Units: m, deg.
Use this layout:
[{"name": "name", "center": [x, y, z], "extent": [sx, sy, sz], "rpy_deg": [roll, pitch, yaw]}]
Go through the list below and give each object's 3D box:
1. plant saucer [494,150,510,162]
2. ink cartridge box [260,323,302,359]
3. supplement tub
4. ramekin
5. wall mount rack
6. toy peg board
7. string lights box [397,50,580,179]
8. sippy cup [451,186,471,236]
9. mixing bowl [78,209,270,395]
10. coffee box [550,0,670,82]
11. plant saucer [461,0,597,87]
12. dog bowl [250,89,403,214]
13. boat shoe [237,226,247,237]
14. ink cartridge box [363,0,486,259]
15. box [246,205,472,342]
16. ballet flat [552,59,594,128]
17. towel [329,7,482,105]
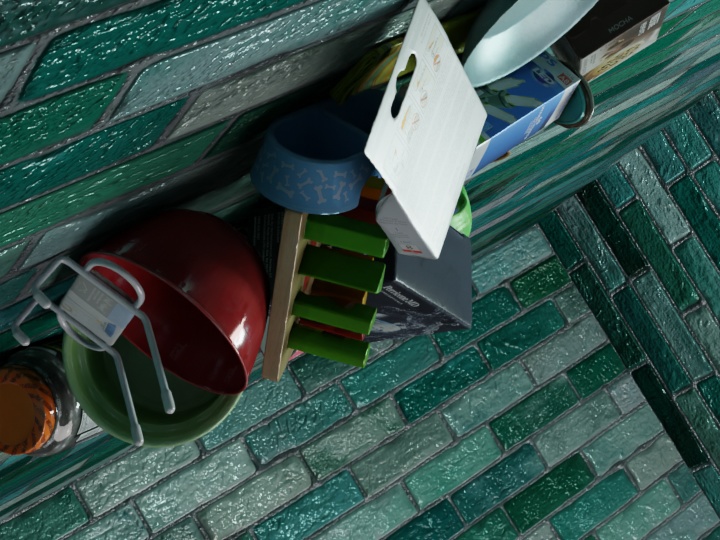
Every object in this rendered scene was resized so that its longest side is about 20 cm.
[{"name": "plant saucer", "center": [0.064, -0.140, 1.635], "extent": [0.198, 0.036, 0.200], "rpy_deg": [-1, 176, 0]}, {"name": "ink cartridge box", "center": [-0.066, 0.020, 2.034], "extent": [0.199, 0.147, 0.083], "rpy_deg": [-27, 174, -37]}, {"name": "supplement tub", "center": [-0.341, 0.140, 1.720], "extent": [0.122, 0.123, 0.200], "rpy_deg": [-34, 173, 24]}, {"name": "ramekin", "center": [-0.209, 0.081, 1.601], "extent": [0.199, 0.201, 0.098], "rpy_deg": [-32, -179, 3]}, {"name": "wall mount rack", "center": [-0.245, 0.074, 1.438], "extent": [0.075, 0.173, 0.200], "rpy_deg": [-55, -174, -30]}, {"name": "toy peg board", "center": [-0.015, -0.015, 1.490], "extent": [0.200, 0.097, 0.202], "rpy_deg": [-66, 169, -56]}, {"name": "string lights box", "center": [0.127, -0.173, 1.546], "extent": [0.200, 0.103, 0.059], "rpy_deg": [-35, 160, -42]}, {"name": "sippy cup", "center": [0.055, -0.072, 1.964], "extent": [0.130, 0.140, 0.178], "rpy_deg": [-26, 169, -27]}, {"name": "mixing bowl", "center": [-0.160, 0.015, 1.453], "extent": [0.109, 0.200, 0.200], "rpy_deg": [-52, -176, -26]}, {"name": "coffee box", "center": [0.268, -0.277, 1.666], "extent": [0.112, 0.080, 0.200], "rpy_deg": [-31, 174, 4]}, {"name": "plant saucer", "center": [0.166, -0.256, 1.450], "extent": [0.200, 0.039, 0.201], "rpy_deg": [-34, 167, -9]}, {"name": "dog bowl", "center": [-0.014, -0.117, 1.414], "extent": [0.199, 0.111, 0.050], "rpy_deg": [-27, 139, -42]}, {"name": "boat shoe", "center": [-0.135, -0.017, 1.767], "extent": [0.059, 0.072, 0.200], "rpy_deg": [-40, 175, 20]}, {"name": "ink cartridge box", "center": [0.044, -0.124, 1.345], "extent": [0.050, 0.164, 0.200], "rpy_deg": [9, 158, 29]}, {"name": "box", "center": [0.000, 0.000, 1.727], "extent": [0.198, 0.119, 0.196], "rpy_deg": [-10, 158, 28]}, {"name": "ballet flat", "center": [0.216, -0.204, 1.676], "extent": [0.063, 0.068, 0.200], "rpy_deg": [-2, -162, -29]}, {"name": "towel", "center": [0.061, -0.211, 1.444], "extent": [0.199, 0.018, 0.086], "rpy_deg": [-28, 173, -40]}]
